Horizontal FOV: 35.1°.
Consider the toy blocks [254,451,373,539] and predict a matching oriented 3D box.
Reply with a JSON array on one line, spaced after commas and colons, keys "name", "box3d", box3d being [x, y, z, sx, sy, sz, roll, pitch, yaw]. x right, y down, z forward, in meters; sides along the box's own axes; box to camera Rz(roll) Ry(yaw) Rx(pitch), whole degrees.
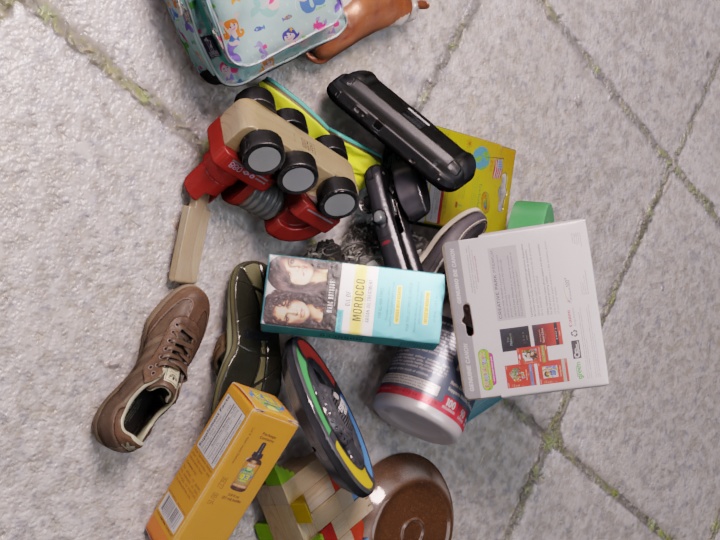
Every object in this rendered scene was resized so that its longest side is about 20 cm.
[{"name": "toy blocks", "box3d": [-0.043, 0.295, 1.379, 0.137, 0.100, 0.201, -30, 104, -48]}]

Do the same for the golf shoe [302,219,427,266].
[{"name": "golf shoe", "box3d": [0.000, 0.000, 1.404, 0.200, 0.078, 0.095, -19, 130, -41]}]

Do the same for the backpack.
[{"name": "backpack", "box3d": [-0.123, -0.311, 1.210, 0.177, 0.151, 0.200, -29, 105, -16]}]

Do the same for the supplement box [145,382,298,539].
[{"name": "supplement box", "box3d": [-0.152, 0.225, 1.245, 0.066, 0.069, 0.200, 26, 101, -38]}]

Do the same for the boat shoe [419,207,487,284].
[{"name": "boat shoe", "box3d": [0.104, 0.004, 1.432, 0.200, 0.063, 0.073, -46, 152, -20]}]

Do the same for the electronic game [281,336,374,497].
[{"name": "electronic game", "box3d": [-0.034, 0.167, 1.307, 0.042, 0.200, 0.200, -27, 117, 7]}]

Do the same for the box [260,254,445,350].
[{"name": "box", "box3d": [-0.009, 0.036, 1.275, 0.199, 0.049, 0.083, 6, 77, -3]}]

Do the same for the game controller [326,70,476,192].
[{"name": "game controller", "box3d": [0.051, -0.169, 1.362, 0.042, 0.200, 0.104, -52, 171, 23]}]

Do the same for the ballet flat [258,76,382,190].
[{"name": "ballet flat", "box3d": [-0.054, -0.151, 1.342, 0.200, 0.067, 0.067, 31, 94, -39]}]

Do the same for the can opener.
[{"name": "can opener", "box3d": [0.045, -0.035, 1.342, 0.063, 0.079, 0.201, 7, 69, -43]}]

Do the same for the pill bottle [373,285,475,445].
[{"name": "pill bottle", "box3d": [0.106, 0.109, 1.458, 0.120, 0.119, 0.200, 40, 65, -35]}]

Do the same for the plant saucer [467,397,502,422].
[{"name": "plant saucer", "box3d": [0.172, 0.162, 1.511, 0.200, 0.019, 0.070, -33, 155, 3]}]

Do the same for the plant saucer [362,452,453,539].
[{"name": "plant saucer", "box3d": [0.059, 0.342, 1.497, 0.200, 0.037, 0.201, -4, 96, -39]}]

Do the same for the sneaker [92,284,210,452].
[{"name": "sneaker", "box3d": [-0.207, 0.108, 1.224, 0.070, 0.075, 0.200, 40, 70, -36]}]

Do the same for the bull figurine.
[{"name": "bull figurine", "box3d": [-0.003, -0.326, 1.364, 0.200, 0.065, 0.122, -39, 115, -32]}]

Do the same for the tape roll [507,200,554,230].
[{"name": "tape roll", "box3d": [0.226, 0.008, 1.532, 0.200, 0.048, 0.201, 5, 90, -75]}]

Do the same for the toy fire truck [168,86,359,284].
[{"name": "toy fire truck", "box3d": [-0.121, -0.073, 1.273, 0.176, 0.200, 0.129, 29, 34, -39]}]

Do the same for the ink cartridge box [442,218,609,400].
[{"name": "ink cartridge box", "box3d": [0.200, 0.048, 1.391, 0.084, 0.175, 0.201, -8, 90, -83]}]

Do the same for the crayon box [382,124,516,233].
[{"name": "crayon box", "box3d": [0.114, -0.116, 1.491, 0.200, 0.051, 0.127, 10, 88, -40]}]

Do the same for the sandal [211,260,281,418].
[{"name": "sandal", "box3d": [-0.132, 0.090, 1.303, 0.080, 0.057, 0.202, 16, 72, -35]}]
